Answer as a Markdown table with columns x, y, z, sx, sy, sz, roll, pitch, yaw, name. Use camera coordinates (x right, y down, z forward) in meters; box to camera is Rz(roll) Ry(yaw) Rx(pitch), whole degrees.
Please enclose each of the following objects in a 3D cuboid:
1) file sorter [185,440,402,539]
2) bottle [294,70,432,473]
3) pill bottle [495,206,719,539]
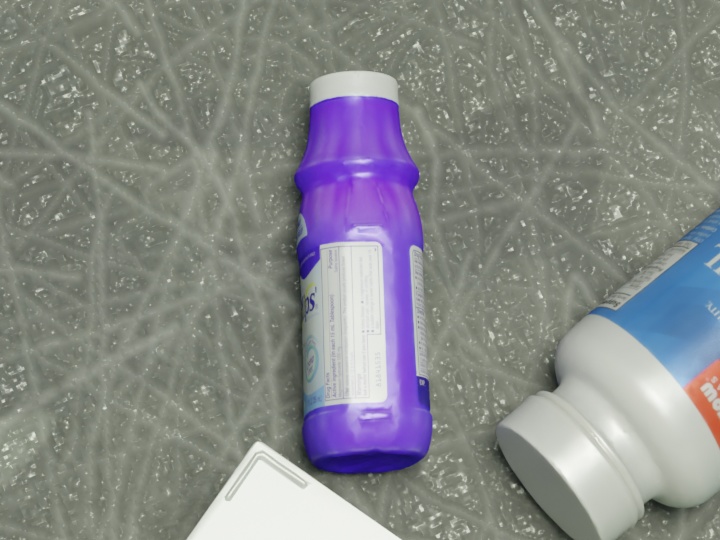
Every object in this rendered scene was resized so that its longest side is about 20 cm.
| x | y | z | sx | sy | sz | roll | pitch | yaw | name |
| --- | --- | --- | --- | --- | --- | --- | --- | --- | --- |
| -0.053 | 0.211 | 1.186 | 0.139 | 0.125 | 0.200 | 34 | 75 | 3 | file sorter |
| 0.000 | 0.000 | 1.262 | 0.065 | 0.084 | 0.201 | -1 | 78 | -6 | bottle |
| 0.170 | 0.050 | 1.256 | 0.200 | 0.112 | 0.112 | -39 | 84 | -13 | pill bottle |
